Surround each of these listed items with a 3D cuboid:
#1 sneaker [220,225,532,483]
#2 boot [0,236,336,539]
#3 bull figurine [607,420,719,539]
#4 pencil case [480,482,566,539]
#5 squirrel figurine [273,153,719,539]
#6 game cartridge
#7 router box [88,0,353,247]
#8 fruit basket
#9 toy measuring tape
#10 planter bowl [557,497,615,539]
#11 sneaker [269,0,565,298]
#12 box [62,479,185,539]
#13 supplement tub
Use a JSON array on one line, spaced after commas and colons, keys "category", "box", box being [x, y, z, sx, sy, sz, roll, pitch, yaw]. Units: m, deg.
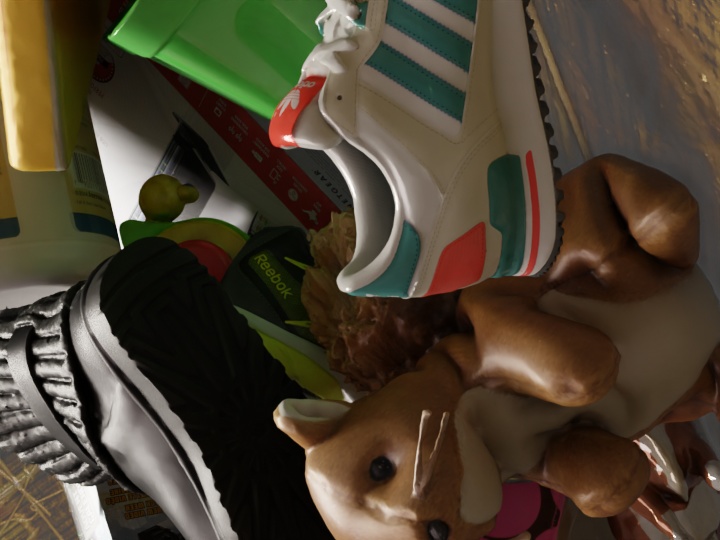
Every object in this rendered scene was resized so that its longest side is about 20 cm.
[{"category": "sneaker", "box": [0.018, 0.043, 0.768, 0.200, 0.085, 0.074, 27, 162, -15]}, {"category": "boot", "box": [-0.090, 0.092, 0.733, 0.158, 0.079, 0.211, -29, 92, 48]}, {"category": "bull figurine", "box": [0.155, 0.114, 0.800, 0.121, 0.065, 0.200, 53, 176, 48]}, {"category": "pencil case", "box": [0.073, 0.128, 0.844, 0.094, 0.200, 0.091, 12, 148, 10]}, {"category": "squirrel figurine", "box": [0.051, 0.043, 0.676, 0.200, 0.187, 0.142, 42, 166, 55]}, {"category": "game cartridge", "box": [-0.141, -0.174, 0.694, 0.176, 0.032, 0.200, -91, 1, -52]}, {"category": "router box", "box": [-0.092, -0.045, 0.875, 0.200, 0.049, 0.180, 46, 132, 13]}, {"category": "fruit basket", "box": [-0.071, -0.168, 0.680, 0.216, 0.156, 0.216, 39, 179, 1]}, {"category": "toy measuring tape", "box": [-0.069, 0.043, 0.805, 0.074, 0.073, 0.200, 131, 122, -82]}, {"category": "planter bowl", "box": [0.111, 0.171, 0.960, 0.135, 0.200, 0.200, -6, 125, 48]}, {"category": "sneaker", "box": [0.009, -0.084, 0.567, 0.070, 0.093, 0.200, -160, 55, -73]}, {"category": "box", "box": [-0.054, 0.138, 0.852, 0.040, 0.200, 0.137, -46, 57, 47]}, {"category": "supplement tub", "box": [-0.212, -0.069, 0.815, 0.145, 0.144, 0.200, 96, 160, -78]}]
